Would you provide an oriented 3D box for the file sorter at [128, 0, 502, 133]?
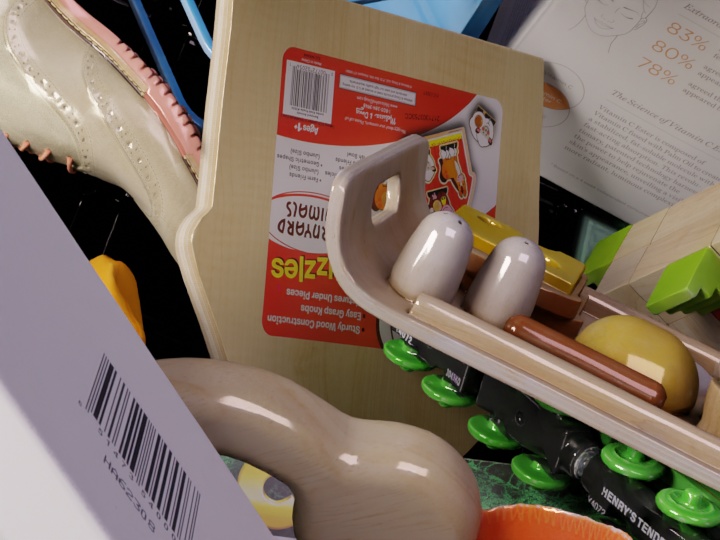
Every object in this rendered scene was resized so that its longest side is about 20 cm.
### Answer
[{"bbox_3d":[-0.015,-0.164,0.832,0.122,0.200,0.139,-14,67,-27],"label":"file sorter"}]

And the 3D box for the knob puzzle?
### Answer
[{"bbox_3d":[0.000,0.000,0.806,0.219,0.030,0.222,0,89,-45],"label":"knob puzzle"}]

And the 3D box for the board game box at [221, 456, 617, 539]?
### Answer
[{"bbox_3d":[-0.007,0.114,0.727,0.198,0.023,0.106,6,68,-1],"label":"board game box"}]

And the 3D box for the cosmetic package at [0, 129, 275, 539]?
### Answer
[{"bbox_3d":[-0.142,0.094,0.562,0.200,0.199,0.123,58,9,-16],"label":"cosmetic package"}]

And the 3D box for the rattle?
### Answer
[{"bbox_3d":[-0.009,0.065,0.682,0.198,0.131,0.143,-4,16,7],"label":"rattle"}]

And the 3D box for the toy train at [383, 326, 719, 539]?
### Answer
[{"bbox_3d":[0.076,0.054,0.730,0.056,0.042,0.200,2,25,-34],"label":"toy train"}]

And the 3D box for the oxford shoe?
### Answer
[{"bbox_3d":[-0.118,-0.063,0.816,0.074,0.071,0.200,-37,81,-11],"label":"oxford shoe"}]

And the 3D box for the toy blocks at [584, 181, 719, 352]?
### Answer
[{"bbox_3d":[0.197,0.020,0.842,0.137,0.200,0.100,45,52,-14],"label":"toy blocks"}]

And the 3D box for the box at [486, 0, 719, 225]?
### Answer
[{"bbox_3d":[0.145,-0.119,0.878,0.124,0.200,0.098,28,53,-8],"label":"box"}]

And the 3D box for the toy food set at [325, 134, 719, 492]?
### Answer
[{"bbox_3d":[0.091,0.008,0.723,0.199,0.061,0.143,27,14,7],"label":"toy food set"}]
